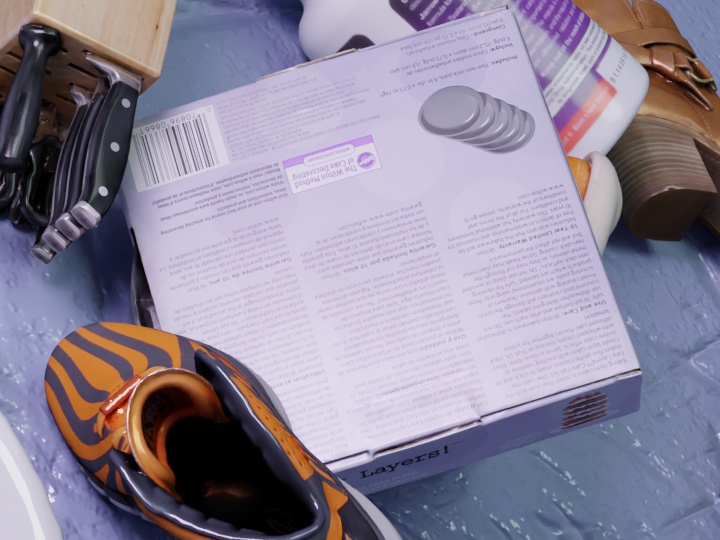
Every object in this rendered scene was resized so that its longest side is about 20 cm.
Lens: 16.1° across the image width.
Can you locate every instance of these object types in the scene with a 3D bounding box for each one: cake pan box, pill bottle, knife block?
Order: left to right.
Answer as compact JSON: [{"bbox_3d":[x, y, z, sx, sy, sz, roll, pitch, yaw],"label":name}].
[{"bbox_3d":[-0.115,-0.110,1.072,0.064,0.201,0.176,25,11,-26],"label":"knife block"},{"bbox_3d":[0.000,0.000,1.079,0.199,0.052,0.185,-18,63,-4],"label":"cake pan box"},{"bbox_3d":[0.039,-0.123,1.287,0.200,0.111,0.112,42,36,-7],"label":"pill bottle"}]

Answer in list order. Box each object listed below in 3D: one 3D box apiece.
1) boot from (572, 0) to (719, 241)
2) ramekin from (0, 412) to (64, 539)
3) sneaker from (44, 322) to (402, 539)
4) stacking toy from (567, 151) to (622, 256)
[{"bbox_3d":[0.194,-0.078,1.448,0.199,0.077,0.156,6,47,-33],"label":"boot"},{"bbox_3d":[-0.182,0.107,0.775,0.199,0.098,0.202,4,75,-14],"label":"ramekin"},{"bbox_3d":[-0.067,0.057,0.958,0.199,0.078,0.112,32,-13,38],"label":"sneaker"},{"bbox_3d":[0.007,-0.021,1.166,0.199,0.147,0.147,25,38,-4],"label":"stacking toy"}]
